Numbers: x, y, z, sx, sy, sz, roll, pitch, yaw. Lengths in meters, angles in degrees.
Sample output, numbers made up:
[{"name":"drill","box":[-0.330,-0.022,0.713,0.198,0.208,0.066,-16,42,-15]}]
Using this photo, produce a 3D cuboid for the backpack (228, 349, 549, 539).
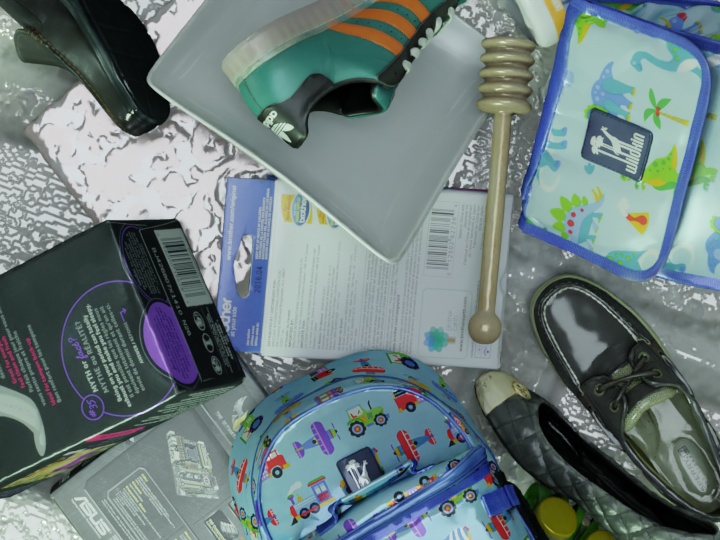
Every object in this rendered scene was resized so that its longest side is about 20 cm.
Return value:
[{"name":"backpack","box":[0.013,0.155,1.453,0.182,0.135,0.201,-24,89,-5]}]

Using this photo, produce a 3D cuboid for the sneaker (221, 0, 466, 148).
[{"name":"sneaker","box":[0.009,-0.142,1.461,0.199,0.071,0.080,-30,82,-25]}]

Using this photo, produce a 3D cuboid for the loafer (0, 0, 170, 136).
[{"name":"loafer","box":[-0.195,-0.160,1.501,0.072,0.073,0.201,-42,66,19]}]

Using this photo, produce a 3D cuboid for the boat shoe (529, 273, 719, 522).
[{"name":"boat shoe","box":[0.191,0.086,1.535,0.072,0.066,0.201,-37,93,-1]}]

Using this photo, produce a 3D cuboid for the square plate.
[{"name":"square plate","box":[-0.017,-0.126,1.495,0.200,0.028,0.199,36,57,-6]}]

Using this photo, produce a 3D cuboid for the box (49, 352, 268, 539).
[{"name":"box","box":[-0.088,0.179,1.537,0.158,0.048,0.200,-38,93,-2]}]

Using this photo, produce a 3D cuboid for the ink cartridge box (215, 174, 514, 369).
[{"name":"ink cartridge box","box":[0.000,0.000,1.517,0.199,0.042,0.120,3,97,-17]}]

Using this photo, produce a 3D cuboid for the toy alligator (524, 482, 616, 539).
[{"name":"toy alligator","box":[0.164,0.198,1.547,0.199,0.059,0.054,35,49,-2]}]

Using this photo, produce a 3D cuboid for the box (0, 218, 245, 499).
[{"name":"box","box":[-0.196,0.061,1.464,0.199,0.106,0.123,-25,83,20]}]

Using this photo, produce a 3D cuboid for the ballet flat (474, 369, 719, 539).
[{"name":"ballet flat","box":[0.158,0.131,1.521,0.200,0.066,0.057,41,120,13]}]

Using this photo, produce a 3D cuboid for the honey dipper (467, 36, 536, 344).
[{"name":"honey dipper","box":[0.091,-0.052,1.499,0.038,0.038,0.202,4,86,-2]}]

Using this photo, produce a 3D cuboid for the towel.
[{"name":"towel","box":[-0.096,-0.085,1.537,0.200,0.032,0.191,-40,92,-1]}]

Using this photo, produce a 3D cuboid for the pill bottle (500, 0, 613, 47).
[{"name":"pill bottle","box":[0.173,-0.245,1.502,0.199,0.112,0.112,-33,93,0]}]

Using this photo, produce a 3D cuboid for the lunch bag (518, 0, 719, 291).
[{"name":"lunch bag","box":[0.214,-0.085,1.483,0.199,0.128,0.171,12,113,-1]}]
